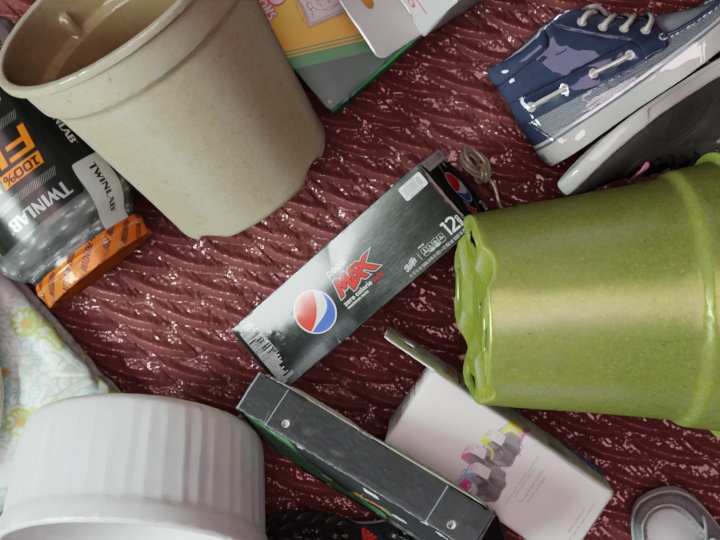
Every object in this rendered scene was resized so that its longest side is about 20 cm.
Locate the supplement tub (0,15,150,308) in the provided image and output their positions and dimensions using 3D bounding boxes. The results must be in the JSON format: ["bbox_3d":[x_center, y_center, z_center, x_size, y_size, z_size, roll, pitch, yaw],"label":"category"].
[{"bbox_3d":[-0.254,-0.079,1.205,0.122,0.123,0.200,-38,90,4],"label":"supplement tub"}]

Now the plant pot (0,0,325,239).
[{"bbox_3d":[-0.125,-0.129,1.154,0.200,0.201,0.184,-35,121,4],"label":"plant pot"}]

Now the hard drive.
[{"bbox_3d":[0.012,0.151,1.172,0.200,0.140,0.038,28,77,18],"label":"hard drive"}]

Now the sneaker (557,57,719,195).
[{"bbox_3d":[0.245,-0.086,1.191,0.200,0.071,0.099,-32,90,-16],"label":"sneaker"}]

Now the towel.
[{"bbox_3d":[-0.311,0.085,1.253,0.171,0.048,0.200,-42,90,4],"label":"towel"}]

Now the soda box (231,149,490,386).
[{"bbox_3d":[0.000,0.000,1.200,0.200,0.071,0.063,-40,91,20],"label":"soda box"}]

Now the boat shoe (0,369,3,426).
[{"bbox_3d":[-0.316,0.061,1.200,0.059,0.072,0.201,7,107,37],"label":"boat shoe"}]

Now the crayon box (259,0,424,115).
[{"bbox_3d":[-0.040,-0.232,1.220,0.119,0.058,0.200,-41,90,4],"label":"crayon box"}]

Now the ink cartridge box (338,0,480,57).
[{"bbox_3d":[0.068,-0.254,1.168,0.200,0.068,0.116,-35,91,-25],"label":"ink cartridge box"}]

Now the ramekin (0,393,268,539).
[{"bbox_3d":[-0.162,0.162,1.175,0.200,0.201,0.098,2,66,3],"label":"ramekin"}]

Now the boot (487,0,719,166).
[{"bbox_3d":[0.196,-0.171,1.204,0.200,0.073,0.090,-36,96,4],"label":"boot"}]

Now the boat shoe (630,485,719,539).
[{"bbox_3d":[0.265,0.262,1.225,0.074,0.065,0.203,-20,91,3],"label":"boat shoe"}]

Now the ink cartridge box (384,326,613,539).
[{"bbox_3d":[0.084,0.127,1.203,0.200,0.115,0.068,35,93,1],"label":"ink cartridge box"}]

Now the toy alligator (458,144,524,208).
[{"bbox_3d":[0.130,-0.006,1.228,0.200,0.059,0.054,49,134,0],"label":"toy alligator"}]

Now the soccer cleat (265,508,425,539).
[{"bbox_3d":[0.016,0.231,1.244,0.199,0.068,0.073,5,128,-9],"label":"soccer cleat"}]

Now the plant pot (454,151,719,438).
[{"bbox_3d":[0.164,0.022,1.105,0.183,0.200,0.201,-3,93,-7],"label":"plant pot"}]
